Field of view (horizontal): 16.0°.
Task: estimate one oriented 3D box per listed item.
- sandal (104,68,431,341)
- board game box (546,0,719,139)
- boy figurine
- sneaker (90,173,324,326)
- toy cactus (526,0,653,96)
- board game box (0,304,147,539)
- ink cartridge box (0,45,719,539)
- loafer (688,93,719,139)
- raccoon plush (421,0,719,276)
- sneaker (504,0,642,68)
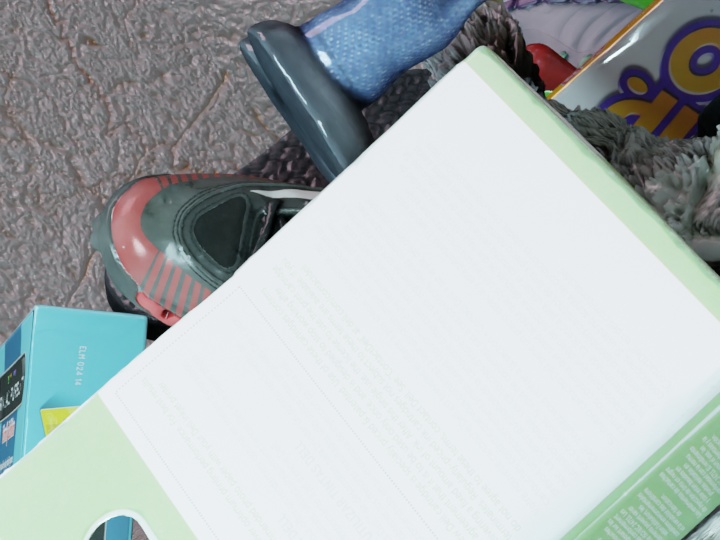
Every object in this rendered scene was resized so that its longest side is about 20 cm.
[{"bbox_3d":[-0.016,-0.023,1.064,0.200,0.075,0.045,-30,-39,-18],"label":"sandal"},{"bbox_3d":[0.145,-0.069,0.915,0.200,0.096,0.030,-42,2,18],"label":"board game box"},{"bbox_3d":[0.057,-0.105,0.783,0.200,0.065,0.124,-35,3,-8],"label":"boy figurine"},{"bbox_3d":[0.000,0.000,0.973,0.098,0.200,0.071,140,144,-65],"label":"sneaker"},{"bbox_3d":[0.150,-0.086,1.018,0.199,0.103,0.165,-6,39,7],"label":"toy cactus"},{"bbox_3d":[-0.124,0.124,1.022,0.151,0.047,0.201,150,125,-74],"label":"board game box"},{"bbox_3d":[0.005,0.050,0.699,0.200,0.146,0.048,-43,-41,3],"label":"ink cartridge box"},{"bbox_3d":[0.120,-0.013,0.862,0.072,0.073,0.200,-10,-14,-43],"label":"loafer"},{"bbox_3d":[0.079,-0.044,0.786,0.097,0.201,0.134,6,-37,-47],"label":"raccoon plush"},{"bbox_3d":[0.122,-0.098,1.226,0.199,0.075,0.088,-9,19,19],"label":"sneaker"}]
